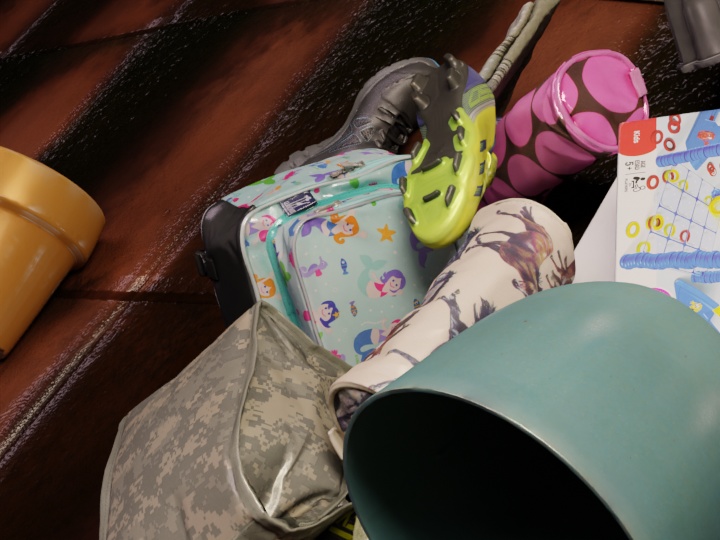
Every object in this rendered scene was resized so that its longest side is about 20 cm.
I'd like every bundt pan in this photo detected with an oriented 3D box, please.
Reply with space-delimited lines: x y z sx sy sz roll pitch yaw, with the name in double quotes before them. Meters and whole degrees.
"bundt pan" 0.316 -0.228 1.280 0.202 0.076 0.202 -28 7 4

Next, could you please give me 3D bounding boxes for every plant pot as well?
"plant pot" -0.401 -0.013 1.808 0.200 0.200 0.183 -3 59 49
"plant pot" 0.118 0.100 0.903 0.201 0.201 0.161 -4 29 49

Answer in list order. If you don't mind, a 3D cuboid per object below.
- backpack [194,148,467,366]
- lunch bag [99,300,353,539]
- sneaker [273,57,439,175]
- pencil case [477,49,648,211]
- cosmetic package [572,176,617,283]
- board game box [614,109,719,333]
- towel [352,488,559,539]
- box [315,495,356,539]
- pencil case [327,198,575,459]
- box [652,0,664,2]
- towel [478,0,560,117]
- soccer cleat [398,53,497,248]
"backpack" 0.000 0.000 1.273 0.200 0.178 0.151 -23 18 -30
"lunch bag" -0.089 0.147 1.114 0.164 0.118 0.200 -40 23 29
"sneaker" 0.012 -0.114 1.584 0.200 0.073 0.082 -45 43 0
"pencil case" 0.148 -0.103 1.292 0.094 0.091 0.200 -15 -7 -21
"cosmetic package" 0.215 -0.018 1.166 0.102 0.074 0.200 -4 44 48
"board game box" 0.258 -0.019 1.037 0.196 0.056 0.200 -7 45 17
"towel" 0.059 0.127 1.077 0.148 0.036 0.200 -25 30 22
"box" 0.011 0.174 1.149 0.160 0.044 0.200 -47 28 -18
"pencil case" 0.059 0.043 1.085 0.200 0.078 0.089 -49 10 -31
"box" 0.279 -0.296 1.505 0.095 0.078 0.200 -45 28 -14
"towel" 0.087 -0.126 1.420 0.200 0.035 0.193 -53 -7 -31
"soccer cleat" 0.074 -0.078 1.215 0.065 0.084 0.200 -30 31 26
